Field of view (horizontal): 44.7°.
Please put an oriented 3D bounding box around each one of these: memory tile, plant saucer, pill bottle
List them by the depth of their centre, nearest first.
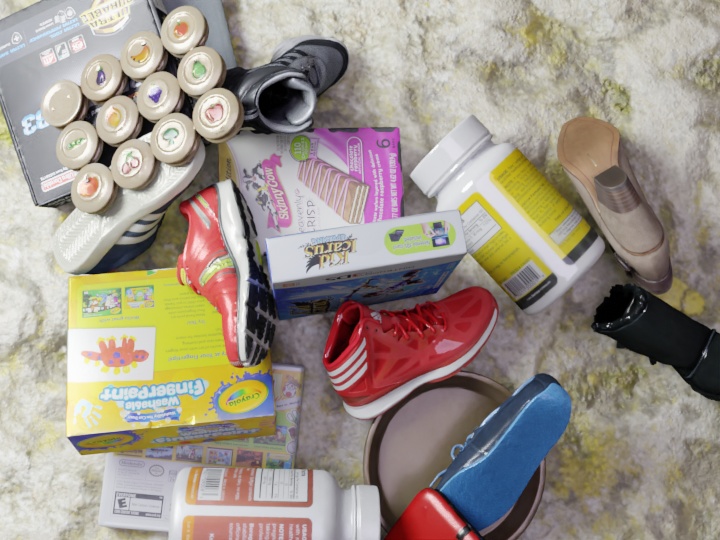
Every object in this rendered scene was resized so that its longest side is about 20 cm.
[{"bbox_3d":[-0.082,0.252,0.856,0.197,0.112,0.114,3,83,-4],"label":"pill bottle"},{"bbox_3d":[-0.218,-0.159,0.859,0.198,0.017,0.155,-27,71,13],"label":"memory tile"},{"bbox_3d":[0.153,-0.061,0.935,0.114,0.114,0.200,-42,88,-8],"label":"pill bottle"},{"bbox_3d":[0.099,0.209,0.940,0.197,0.029,0.203,0,83,-4],"label":"plant saucer"}]

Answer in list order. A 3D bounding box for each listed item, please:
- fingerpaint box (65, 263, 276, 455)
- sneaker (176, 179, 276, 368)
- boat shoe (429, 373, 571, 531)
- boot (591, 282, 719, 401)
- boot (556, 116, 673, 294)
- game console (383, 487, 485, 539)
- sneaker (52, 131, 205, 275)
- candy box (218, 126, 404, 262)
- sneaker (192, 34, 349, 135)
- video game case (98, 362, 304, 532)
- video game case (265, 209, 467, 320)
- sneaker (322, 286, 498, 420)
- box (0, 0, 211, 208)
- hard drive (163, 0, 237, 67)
[{"bbox_3d":[-0.189,0.088,0.886,0.197,0.074,0.169,-5,65,-8],"label":"fingerpaint box"},{"bbox_3d":[-0.137,0.009,0.861,0.084,0.077,0.202,-18,62,8],"label":"sneaker"},{"bbox_3d":[0.143,0.191,0.894,0.084,0.069,0.200,41,104,-12],"label":"boat shoe"},{"bbox_3d":[0.339,0.072,0.895,0.161,0.198,0.074,33,80,-6],"label":"boot"},{"bbox_3d":[0.279,-0.068,0.955,0.070,0.201,0.147,-24,121,14],"label":"boot"},{"bbox_3d":[0.094,0.344,0.892,0.172,0.118,0.201,43,109,31],"label":"game console"},{"bbox_3d":[-0.224,-0.068,0.902,0.199,0.084,0.075,-37,69,16],"label":"sneaker"},{"bbox_3d":[-0.053,-0.081,0.948,0.197,0.061,0.139,-3,84,-4],"label":"candy box"},{"bbox_3d":[-0.066,-0.189,0.909,0.199,0.113,0.076,-29,123,-32],"label":"sneaker"},{"bbox_3d":[-0.166,0.184,0.927,0.197,0.023,0.185,6,83,-3],"label":"video game case"},{"bbox_3d":[0.000,0.000,0.871,0.179,0.200,0.046,-8,78,-5],"label":"video game case"},{"bbox_3d":[0.050,0.062,0.904,0.199,0.116,0.078,-39,42,-9],"label":"sneaker"},{"bbox_3d":[-0.281,-0.193,0.924,0.198,0.050,0.201,-19,87,10],"label":"box"},{"bbox_3d":[-0.222,-0.286,0.976,0.138,0.033,0.203,-14,84,-6],"label":"hard drive"}]
